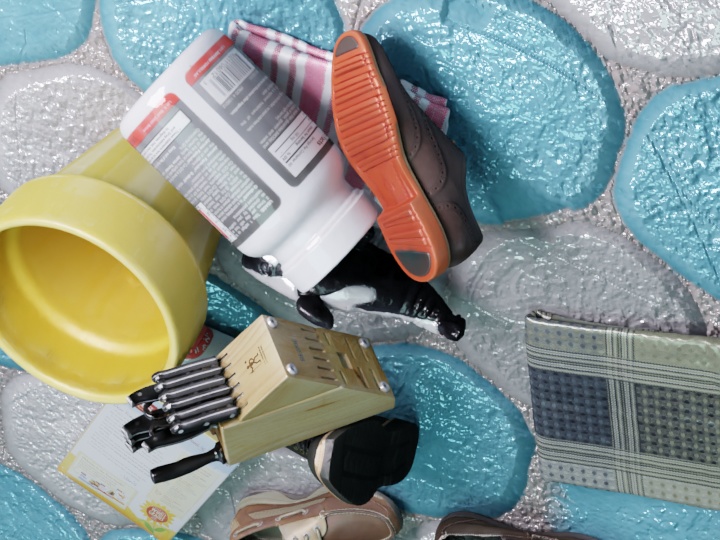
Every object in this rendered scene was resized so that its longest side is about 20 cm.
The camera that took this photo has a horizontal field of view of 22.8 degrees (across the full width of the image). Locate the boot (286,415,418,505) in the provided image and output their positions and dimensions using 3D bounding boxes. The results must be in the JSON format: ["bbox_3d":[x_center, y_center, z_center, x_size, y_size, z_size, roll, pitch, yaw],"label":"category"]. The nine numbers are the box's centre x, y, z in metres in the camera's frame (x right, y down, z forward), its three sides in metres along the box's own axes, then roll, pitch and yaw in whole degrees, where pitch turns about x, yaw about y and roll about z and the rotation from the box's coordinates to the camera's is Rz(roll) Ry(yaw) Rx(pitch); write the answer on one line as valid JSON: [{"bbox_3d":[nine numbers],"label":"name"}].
[{"bbox_3d":[-0.043,0.156,1.614,0.137,0.078,0.200,14,178,21],"label":"boot"}]

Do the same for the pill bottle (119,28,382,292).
[{"bbox_3d":[-0.085,-0.084,1.424,0.200,0.116,0.116,45,134,-7],"label":"pill bottle"}]

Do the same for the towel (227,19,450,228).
[{"bbox_3d":[-0.029,-0.113,1.470,0.198,0.030,0.147,22,134,9],"label":"towel"}]

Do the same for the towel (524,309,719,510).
[{"bbox_3d":[0.242,0.120,1.538,0.198,0.035,0.194,8,128,24],"label":"towel"}]

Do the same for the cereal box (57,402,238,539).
[{"bbox_3d":[-0.210,0.185,1.819,0.143,0.040,0.200,36,135,-6],"label":"cereal box"}]

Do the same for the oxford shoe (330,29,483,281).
[{"bbox_3d":[0.036,-0.096,1.398,0.071,0.072,0.202,-8,104,55],"label":"oxford shoe"}]

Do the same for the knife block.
[{"bbox_3d":[-0.094,0.118,1.497,0.175,0.064,0.199,-42,146,27],"label":"knife block"}]

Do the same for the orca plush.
[{"bbox_3d":[0.000,0.000,1.495,0.199,0.105,0.072,29,132,15],"label":"orca plush"}]

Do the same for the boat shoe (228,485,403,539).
[{"bbox_3d":[-0.048,0.262,1.777,0.198,0.072,0.076,-11,123,34],"label":"boat shoe"}]

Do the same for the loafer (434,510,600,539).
[{"bbox_3d":[0.154,0.281,1.672,0.198,0.071,0.074,8,99,22],"label":"loafer"}]

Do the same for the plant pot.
[{"bbox_3d":[-0.206,-0.021,1.529,0.199,0.189,0.202,14,133,16],"label":"plant pot"}]

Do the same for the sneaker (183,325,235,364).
[{"bbox_3d":[-0.195,0.055,1.677,0.199,0.067,0.109,6,133,27],"label":"sneaker"}]
